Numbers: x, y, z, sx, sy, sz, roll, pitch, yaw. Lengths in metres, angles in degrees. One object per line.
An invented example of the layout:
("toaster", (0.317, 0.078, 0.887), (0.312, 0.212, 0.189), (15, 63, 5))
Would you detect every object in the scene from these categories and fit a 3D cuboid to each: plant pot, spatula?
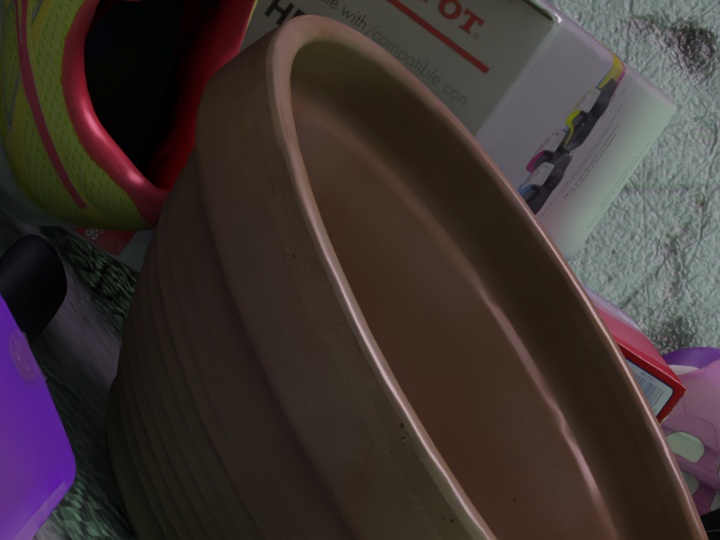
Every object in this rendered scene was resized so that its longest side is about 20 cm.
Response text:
("plant pot", (0.003, 0.045, 0.715), (0.201, 0.093, 0.201), (50, 20, -26))
("spatula", (-0.080, 0.016, 0.645), (0.200, 0.021, 0.057), (-108, 174, -79))

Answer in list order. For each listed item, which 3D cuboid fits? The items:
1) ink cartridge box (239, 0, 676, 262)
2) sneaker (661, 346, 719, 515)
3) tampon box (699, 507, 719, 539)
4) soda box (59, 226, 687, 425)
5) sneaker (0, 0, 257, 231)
("ink cartridge box", (0.012, -0.070, 0.864), (0.115, 0.068, 0.200), (37, 6, 19))
("sneaker", (0.111, 0.087, 1.027), (0.080, 0.088, 0.200), (35, -38, 18))
("tampon box", (0.140, 0.151, 0.733), (0.126, 0.150, 0.200), (53, 29, -21))
("soda box", (0.000, 0.000, 0.891), (0.200, 0.063, 0.070), (33, 11, -21))
("sneaker", (-0.055, -0.102, 0.742), (0.090, 0.078, 0.200), (26, -61, 55))
